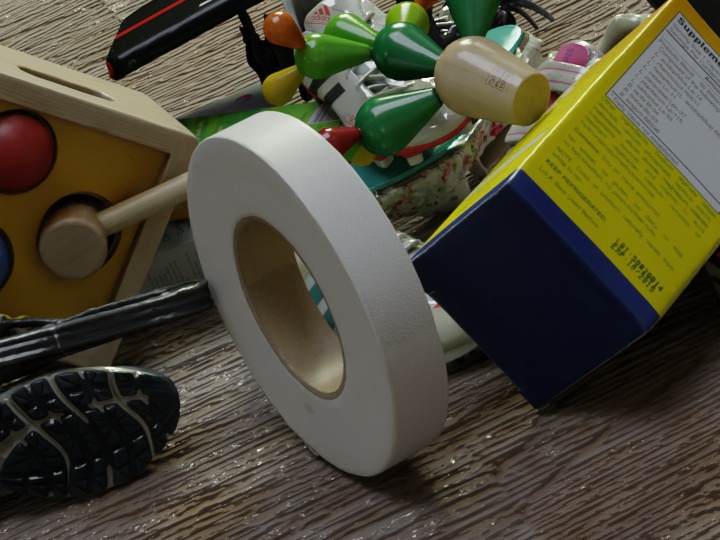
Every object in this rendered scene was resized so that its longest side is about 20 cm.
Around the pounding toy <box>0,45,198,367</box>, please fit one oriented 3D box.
[{"bbox_3d":[-0.176,-0.044,1.718,0.185,0.199,0.142,-68,28,10],"label":"pounding toy"}]

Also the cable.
[{"bbox_3d":[-0.183,0.030,1.609,0.200,0.050,0.097,-20,-3,28],"label":"cable"}]

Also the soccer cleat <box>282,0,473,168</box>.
[{"bbox_3d":[0.004,-0.124,1.744,0.068,0.085,0.200,-30,28,-10],"label":"soccer cleat"}]

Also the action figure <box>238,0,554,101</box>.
[{"bbox_3d":[0.025,-0.176,1.922,0.199,0.102,0.119,-15,7,-15],"label":"action figure"}]

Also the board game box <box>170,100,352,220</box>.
[{"bbox_3d":[-0.088,-0.068,1.827,0.199,0.030,0.096,-3,33,24],"label":"board game box"}]

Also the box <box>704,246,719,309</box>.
[{"bbox_3d":[0.297,-0.015,1.506,0.200,0.040,0.137,-27,28,-10],"label":"box"}]

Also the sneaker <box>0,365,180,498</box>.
[{"bbox_3d":[-0.199,0.089,1.654,0.199,0.078,0.086,-18,23,8],"label":"sneaker"}]

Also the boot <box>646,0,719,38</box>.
[{"bbox_3d":[0.235,-0.128,1.632,0.066,0.165,0.200,-35,27,-2],"label":"boot"}]

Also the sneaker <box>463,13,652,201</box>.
[{"bbox_3d":[0.125,-0.087,1.720,0.081,0.088,0.200,7,38,45],"label":"sneaker"}]

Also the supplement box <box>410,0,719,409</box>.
[{"bbox_3d":[0.134,-0.039,1.557,0.200,0.109,0.109,-46,4,-40],"label":"supplement box"}]

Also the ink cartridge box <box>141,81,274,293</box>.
[{"bbox_3d":[-0.123,-0.041,1.880,0.199,0.043,0.196,-24,27,-7],"label":"ink cartridge box"}]

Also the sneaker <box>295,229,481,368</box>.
[{"bbox_3d":[0.000,0.000,1.646,0.199,0.094,0.070,4,37,43],"label":"sneaker"}]

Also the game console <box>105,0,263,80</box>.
[{"bbox_3d":[-0.074,-0.187,1.896,0.200,0.031,0.177,-29,13,6],"label":"game console"}]

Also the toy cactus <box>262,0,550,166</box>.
[{"bbox_3d":[0.037,-0.127,1.628,0.165,0.102,0.200,25,68,42],"label":"toy cactus"}]

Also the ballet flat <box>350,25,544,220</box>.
[{"bbox_3d":[0.059,-0.077,1.778,0.075,0.064,0.200,4,39,44],"label":"ballet flat"}]

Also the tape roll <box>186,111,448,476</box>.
[{"bbox_3d":[-0.024,0.014,1.520,0.037,0.203,0.203,-28,26,-22],"label":"tape roll"}]
